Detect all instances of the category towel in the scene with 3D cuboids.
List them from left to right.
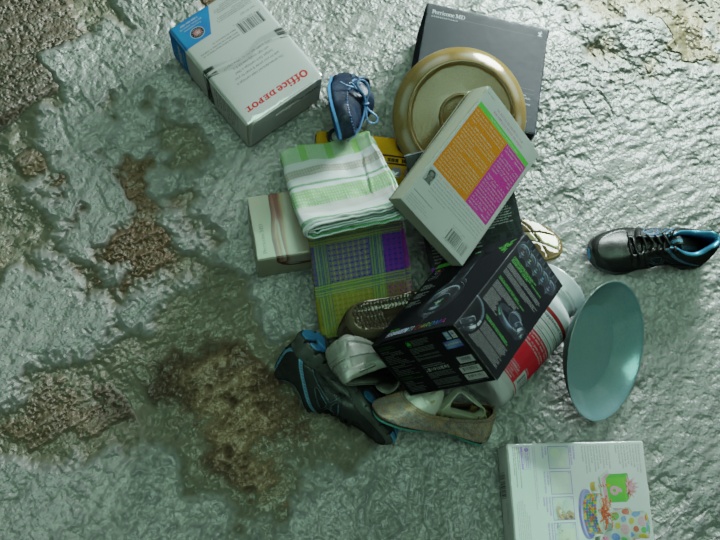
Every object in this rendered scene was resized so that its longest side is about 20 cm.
[{"bbox_3d":[-0.028,-0.126,1.233,0.148,0.031,0.201,-12,42,-8],"label":"towel"},{"bbox_3d":[0.000,0.000,1.261,0.142,0.023,0.201,-11,116,-7],"label":"towel"}]

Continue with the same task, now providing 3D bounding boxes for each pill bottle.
[{"bbox_3d":[0.226,0.087,1.272,0.112,0.112,0.200,44,74,8],"label":"pill bottle"}]

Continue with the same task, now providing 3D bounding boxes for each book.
[{"bbox_3d":[0.144,-0.125,1.187,0.134,0.048,0.200,45,72,-23],"label":"book"}]

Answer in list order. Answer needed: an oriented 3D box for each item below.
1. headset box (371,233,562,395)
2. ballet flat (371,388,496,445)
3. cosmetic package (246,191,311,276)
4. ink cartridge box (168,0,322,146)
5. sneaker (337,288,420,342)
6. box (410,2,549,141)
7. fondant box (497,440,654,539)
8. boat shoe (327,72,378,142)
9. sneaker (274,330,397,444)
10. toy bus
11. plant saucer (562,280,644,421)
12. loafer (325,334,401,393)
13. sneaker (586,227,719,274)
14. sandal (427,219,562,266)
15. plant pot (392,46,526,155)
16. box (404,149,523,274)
[{"bbox_3d":[0.142,0.055,1.159,0.093,0.174,0.200,52,55,-13],"label":"headset box"},{"bbox_3d":[0.106,0.187,1.220,0.199,0.068,0.068,17,111,-33],"label":"ballet flat"},{"bbox_3d":[-0.061,-0.063,1.300,0.198,0.087,0.104,-11,76,-9],"label":"cosmetic package"},{"bbox_3d":[-0.175,-0.314,1.365,0.146,0.084,0.200,-36,81,-15],"label":"ink cartridge box"},{"bbox_3d":[0.059,0.073,1.268,0.199,0.076,0.071,1,61,-26],"label":"sneaker"},{"bbox_3d":[0.177,-0.292,1.385,0.198,0.104,0.183,12,74,-2],"label":"box"},{"bbox_3d":[0.298,0.315,1.241,0.198,0.058,0.145,0,73,-5],"label":"fondant box"},{"bbox_3d":[-0.012,-0.257,1.315,0.068,0.085,0.201,-8,35,4],"label":"boat shoe"},{"bbox_3d":[-0.032,0.174,1.245,0.200,0.073,0.082,45,110,0],"label":"sneaker"},{"bbox_3d":[0.027,-0.161,1.351,0.198,0.065,0.079,5,74,-5],"label":"toy bus"},{"bbox_3d":[0.339,0.113,1.273,0.200,0.039,0.203,-9,103,-43],"label":"plant saucer"},{"bbox_3d":[0.036,0.137,1.218,0.199,0.070,0.070,10,47,-41],"label":"loafer"},{"bbox_3d":[0.444,-0.040,1.349,0.198,0.082,0.074,-4,76,-6],"label":"sneaker"},{"bbox_3d":[0.201,-0.025,1.336,0.198,0.054,0.081,-11,55,7],"label":"sandal"},{"bbox_3d":[0.146,-0.225,1.297,0.198,0.027,0.202,0,97,-1],"label":"plant pot"},{"bbox_3d":[0.154,-0.086,1.274,0.142,0.036,0.202,-13,97,9],"label":"box"}]
